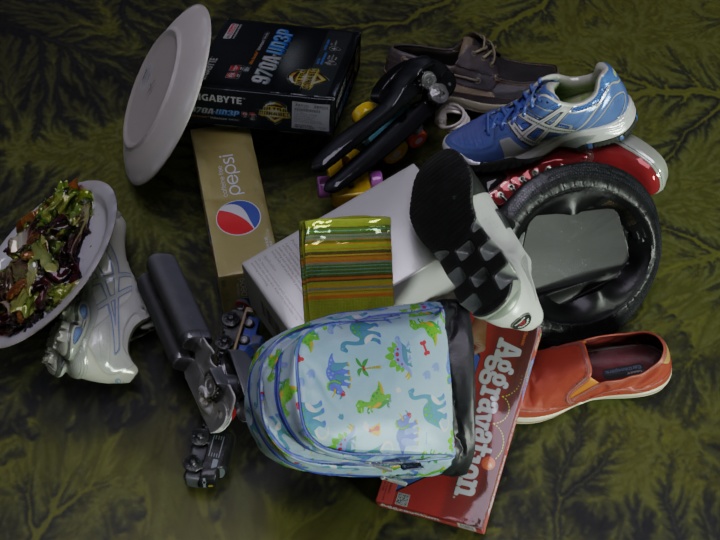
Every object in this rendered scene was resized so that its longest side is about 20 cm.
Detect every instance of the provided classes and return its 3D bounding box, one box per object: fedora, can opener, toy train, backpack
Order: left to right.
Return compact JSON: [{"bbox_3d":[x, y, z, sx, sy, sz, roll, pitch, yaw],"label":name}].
[{"bbox_3d":[-0.149,0.068,1.362,0.067,0.053,0.200,2,44,-36],"label":"can opener"},{"bbox_3d":[-0.126,0.117,1.368,0.046,0.034,0.201,9,54,3],"label":"toy train"},{"bbox_3d":[0.000,0.103,1.234,0.199,0.154,0.164,0,85,-7],"label":"backpack"},{"bbox_3d":[0.026,-0.150,1.491,0.063,0.079,0.200,49,65,-17],"label":"can opener"},{"bbox_3d":[0.037,-0.095,1.515,0.150,0.056,0.201,16,57,9],"label":"toy train"},{"bbox_3d":[0.194,-0.022,1.414,0.200,0.201,0.092,-25,21,-17],"label":"fedora"}]

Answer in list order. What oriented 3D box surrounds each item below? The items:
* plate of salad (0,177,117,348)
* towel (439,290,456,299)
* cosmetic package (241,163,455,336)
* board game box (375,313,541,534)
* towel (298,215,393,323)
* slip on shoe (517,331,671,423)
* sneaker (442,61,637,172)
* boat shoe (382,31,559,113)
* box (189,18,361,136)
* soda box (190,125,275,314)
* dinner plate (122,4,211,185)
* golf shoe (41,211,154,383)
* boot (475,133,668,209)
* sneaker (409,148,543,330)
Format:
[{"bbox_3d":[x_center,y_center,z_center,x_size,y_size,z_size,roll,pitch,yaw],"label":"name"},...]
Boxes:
[{"bbox_3d":[-0.317,-0.013,1.402,0.200,0.048,0.201,-26,40,24],"label":"plate of salad"},{"bbox_3d":[0.020,0.049,1.417,0.199,0.035,0.133,11,54,9],"label":"towel"},{"bbox_3d":[0.000,0.000,1.375,0.199,0.085,0.108,-29,62,-14],"label":"cosmetic package"},{"bbox_3d":[0.092,0.134,1.329,0.103,0.019,0.201,12,68,16],"label":"board game box"},{"bbox_3d":[-0.008,0.051,1.302,0.086,0.018,0.201,-4,93,-15],"label":"towel"},{"bbox_3d":[0.200,0.095,1.365,0.199,0.061,0.074,-9,56,-4],"label":"slip on shoe"},{"bbox_3d":[0.176,-0.159,1.462,0.199,0.077,0.076,-16,42,10],"label":"sneaker"},{"bbox_3d":[0.121,-0.218,1.576,0.199,0.074,0.075,-2,30,-1],"label":"boat shoe"},{"bbox_3d":[-0.090,-0.211,1.559,0.158,0.046,0.200,7,30,6],"label":"box"},{"bbox_3d":[-0.127,-0.057,1.475,0.064,0.068,0.201,-10,54,-7],"label":"soda box"},{"bbox_3d":[-0.210,-0.187,1.503,0.024,0.200,0.201,21,49,-25],"label":"dinner plate"},{"bbox_3d":[-0.246,0.030,1.425,0.097,0.078,0.201,20,51,-16],"label":"golf shoe"},{"bbox_3d":[0.203,-0.089,1.484,0.199,0.073,0.144,20,54,35],"label":"boot"},{"bbox_3d":[0.107,-0.022,1.308,0.074,0.088,0.201,-36,50,22],"label":"sneaker"}]
